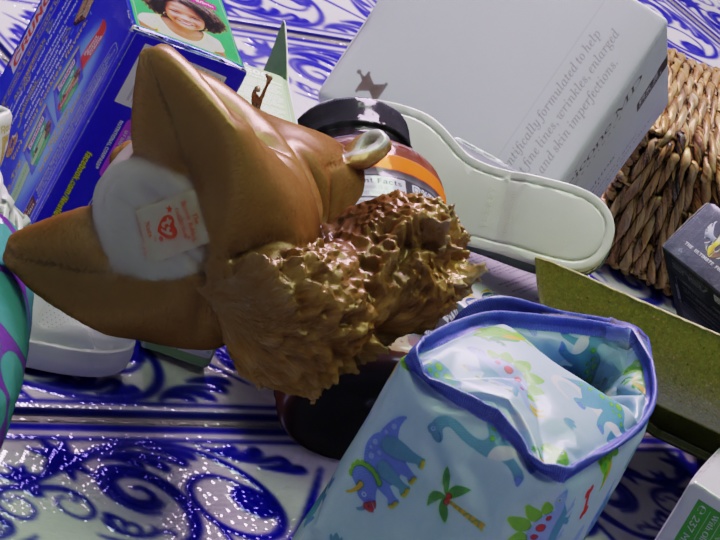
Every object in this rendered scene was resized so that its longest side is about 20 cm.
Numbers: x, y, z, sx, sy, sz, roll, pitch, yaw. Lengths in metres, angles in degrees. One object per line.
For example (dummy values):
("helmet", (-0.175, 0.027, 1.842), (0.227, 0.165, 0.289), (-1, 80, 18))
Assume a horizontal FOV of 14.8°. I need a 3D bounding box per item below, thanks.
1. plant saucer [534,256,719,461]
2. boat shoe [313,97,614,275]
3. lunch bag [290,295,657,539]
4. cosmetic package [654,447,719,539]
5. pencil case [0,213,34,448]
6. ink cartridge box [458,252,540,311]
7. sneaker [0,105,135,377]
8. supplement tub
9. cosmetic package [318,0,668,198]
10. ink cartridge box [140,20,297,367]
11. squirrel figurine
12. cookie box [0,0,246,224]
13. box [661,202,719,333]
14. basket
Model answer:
("plant saucer", (0.207, 0.080, 1.626), (0.200, 0.048, 0.200), (25, -8, 38))
("boat shoe", (0.055, -0.044, 1.670), (0.199, 0.073, 0.062), (21, -10, 5))
("lunch bag", (0.061, 0.110, 1.385), (0.127, 0.170, 0.200), (39, 25, 18))
("cosmetic package", (0.249, 0.196, 1.502), (0.200, 0.108, 0.085), (32, 22, 13))
("pencil case", (-0.208, 0.038, 1.339), (0.092, 0.085, 0.200), (34, 20, -15))
("ink cartridge box", (0.056, 0.027, 1.681), (0.200, 0.077, 0.136), (34, 23, 20))
("sneaker", (-0.193, -0.025, 1.457), (0.199, 0.116, 0.074), (23, 21, -17))
("supplement tub", (0.000, 0.000, 1.554), (0.107, 0.107, 0.201), (17, 47, -25))
("cosmetic package", (0.092, -0.113, 1.816), (0.165, 0.165, 0.200), (33, -6, 11))
("ink cartridge box", (-0.083, -0.054, 1.604), (0.048, 0.146, 0.200), (18, 24, -15))
("squirrel figurine", (-0.041, -0.016, 1.398), (0.200, 0.142, 0.187), (37, 18, 18))
("cookie box", (-0.147, -0.100, 1.599), (0.075, 0.171, 0.200), (21, 23, -23))
("box", (0.289, 0.063, 1.802), (0.200, 0.051, 0.158), (42, -14, 30))
("basket", (0.254, -0.071, 2.035), (0.149, 0.143, 0.200), (26, 22, -2))
